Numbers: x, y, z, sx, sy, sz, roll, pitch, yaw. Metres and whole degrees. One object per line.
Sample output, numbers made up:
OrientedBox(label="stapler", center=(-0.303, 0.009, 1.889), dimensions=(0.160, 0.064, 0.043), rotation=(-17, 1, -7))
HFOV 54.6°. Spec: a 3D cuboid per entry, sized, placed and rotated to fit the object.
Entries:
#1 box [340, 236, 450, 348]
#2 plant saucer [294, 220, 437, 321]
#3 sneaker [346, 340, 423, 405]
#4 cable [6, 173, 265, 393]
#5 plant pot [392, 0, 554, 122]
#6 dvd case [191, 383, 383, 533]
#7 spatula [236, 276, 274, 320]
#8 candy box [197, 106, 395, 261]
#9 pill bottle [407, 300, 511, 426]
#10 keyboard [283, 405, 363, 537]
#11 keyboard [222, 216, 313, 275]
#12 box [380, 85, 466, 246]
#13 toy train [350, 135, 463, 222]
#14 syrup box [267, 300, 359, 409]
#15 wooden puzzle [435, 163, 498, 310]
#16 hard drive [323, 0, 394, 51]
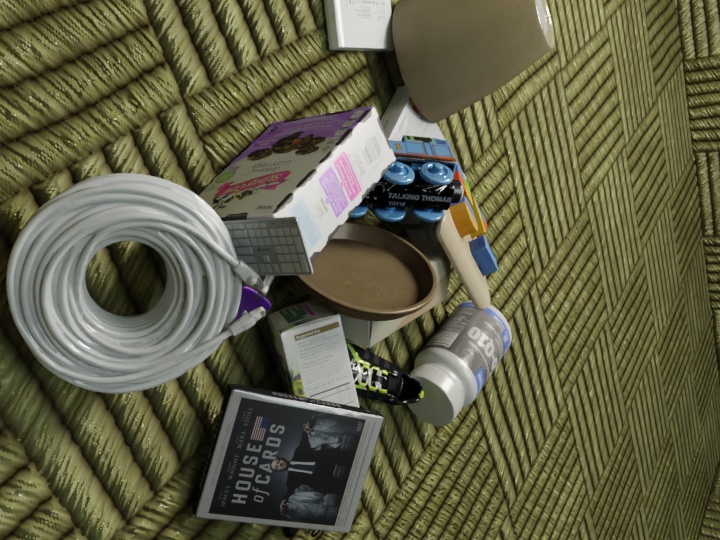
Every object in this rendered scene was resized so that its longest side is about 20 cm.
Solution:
OrientedBox(label="box", center=(0.038, 0.024, 0.978), dimensions=(0.199, 0.094, 0.079), rotation=(-25, 126, -46))
OrientedBox(label="plant saucer", center=(0.000, 0.000, 0.879), dimensions=(0.199, 0.199, 0.030), rotation=(-25, 141, -48))
OrientedBox(label="sneaker", center=(0.022, 0.146, 0.977), dimensions=(0.199, 0.082, 0.073), rotation=(26, 72, -47))
OrientedBox(label="cable", center=(-0.209, 0.010, 0.632), dimensions=(0.199, 0.069, 0.201), rotation=(-37, 116, -6))
OrientedBox(label="plant pot", center=(0.175, -0.339, 1.025), dimensions=(0.187, 0.197, 0.191), rotation=(29, 56, -53))
OrientedBox(label="dvd case", center=(-0.081, 0.223, 0.813), dimensions=(0.197, 0.025, 0.153), rotation=(16, 93, -27))
OrientedBox(label="spatula", center=(-0.092, -0.006, 0.794), dimensions=(0.200, 0.021, 0.056), rotation=(-48, 135, 3))
OrientedBox(label="candy box", center=(-0.082, -0.091, 0.771), dimensions=(0.201, 0.166, 0.072), rotation=(-53, 129, -36))
OrientedBox(label="pill bottle", center=(0.155, 0.147, 1.122), dimensions=(0.200, 0.112, 0.115), rotation=(-44, 124, -41))
OrientedBox(label="keyboard", center=(-0.033, 0.281, 0.951), dimensions=(0.199, 0.039, 0.106), rotation=(-37, 119, -43))
OrientedBox(label="keyboard", center=(-0.130, -0.021, 0.688), dimensions=(0.011, 0.197, 0.057), rotation=(-30, 114, -50))
OrientedBox(label="box", center=(0.088, -0.157, 1.083), dimensions=(0.201, 0.041, 0.157), rotation=(53, 52, -40))
OrientedBox(label="toy train", center=(0.038, -0.126, 0.928), dimensions=(0.115, 0.196, 0.088), rotation=(-102, -161, -48))
OrientedBox(label="syrup box", center=(-0.052, 0.147, 0.869), dimensions=(0.080, 0.079, 0.204), rotation=(-17, 107, -16))
OrientedBox(label="wooden puzzle", center=(0.162, -0.071, 1.060), dimensions=(0.186, 0.046, 0.202), rotation=(56, 26, -37))
OrientedBox(label="hard drive", center=(-0.007, -0.411, 0.964), dimensions=(0.131, 0.026, 0.204), rotation=(-19, 106, -50))
